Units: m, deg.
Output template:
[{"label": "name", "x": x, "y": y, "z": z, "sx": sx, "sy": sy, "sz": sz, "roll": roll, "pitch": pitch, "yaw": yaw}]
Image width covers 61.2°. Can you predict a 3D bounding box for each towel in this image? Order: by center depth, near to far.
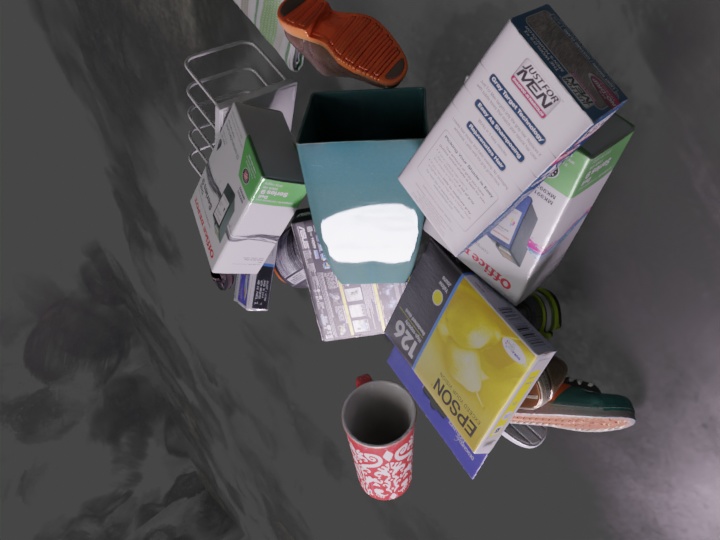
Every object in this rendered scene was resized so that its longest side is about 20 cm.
[{"label": "towel", "x": -0.138, "y": -0.398, "z": 0.849, "sx": 0.201, "sy": 0.030, "sz": 0.150, "roll": 50, "pitch": 147, "yaw": 17}]

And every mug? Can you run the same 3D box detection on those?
[{"label": "mug", "x": 0.044, "y": 0.304, "z": 1.126, "sx": 0.129, "sy": 0.180, "sz": 0.204, "roll": 3, "pitch": 132, "yaw": 11}]

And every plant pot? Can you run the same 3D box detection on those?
[{"label": "plant pot", "x": 0.011, "y": -0.091, "z": 0.728, "sx": 0.137, "sy": 0.143, "sz": 0.204, "roll": -1, "pitch": 126, "yaw": 5}]

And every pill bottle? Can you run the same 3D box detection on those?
[{"label": "pill bottle", "x": -0.082, "y": -0.033, "z": 1.006, "sx": 0.108, "sy": 0.105, "sz": 0.199, "roll": 60, "pitch": 150, "yaw": -3}]

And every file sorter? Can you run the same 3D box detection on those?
[{"label": "file sorter", "x": -0.200, "y": -0.237, "z": 0.976, "sx": 0.125, "sy": 0.137, "sz": 0.202, "roll": 48, "pitch": 148, "yaw": 21}]

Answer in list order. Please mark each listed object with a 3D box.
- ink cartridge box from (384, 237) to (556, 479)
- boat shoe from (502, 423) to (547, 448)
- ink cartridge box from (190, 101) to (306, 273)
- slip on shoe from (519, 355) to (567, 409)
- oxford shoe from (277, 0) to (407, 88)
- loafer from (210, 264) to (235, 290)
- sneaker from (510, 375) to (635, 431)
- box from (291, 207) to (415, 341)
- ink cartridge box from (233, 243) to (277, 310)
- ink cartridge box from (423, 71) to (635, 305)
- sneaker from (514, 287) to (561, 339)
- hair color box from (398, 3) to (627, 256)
[{"label": "ink cartridge box", "x": 0.104, "y": 0.101, "z": 0.706, "sx": 0.198, "sy": 0.046, "sz": 0.203, "roll": 50, "pitch": 127, "yaw": 39}, {"label": "boat shoe", "x": 0.177, "y": 0.155, "z": 0.838, "sx": 0.201, "sy": 0.073, "sz": 0.067, "roll": 51, "pitch": 174, "yaw": 20}, {"label": "ink cartridge box", "x": -0.166, "y": -0.112, "z": 0.886, "sx": 0.201, "sy": 0.082, "sz": 0.148, "roll": -52, "pitch": 51, "yaw": 38}, {"label": "slip on shoe", "x": 0.156, "y": 0.117, "z": 0.733, "sx": 0.198, "sy": 0.060, "sz": 0.078, "roll": -7, "pitch": 104, "yaw": 56}, {"label": "oxford shoe", "x": -0.018, "y": -0.273, "z": 0.757, "sx": 0.199, "sy": 0.071, "sz": 0.073, "roll": 39, "pitch": 166, "yaw": 24}, {"label": "loafer", "x": -0.334, "y": -0.012, "z": 1.435, "sx": 0.072, "sy": 0.062, "sz": 0.201, "roll": 49, "pitch": 148, "yaw": 17}, {"label": "sneaker", "x": 0.227, "y": 0.143, "z": 0.735, "sx": 0.196, "sy": 0.082, "sz": 0.071, "roll": -2, "pitch": 153, "yaw": 33}, {"label": "box", "x": 0.000, "y": 0.000, "z": 0.877, "sx": 0.156, "sy": 0.049, "sz": 0.205, "roll": -8, "pitch": 118, "yaw": 10}, {"label": "ink cartridge box", "x": -0.179, "y": -0.038, "z": 1.054, "sx": 0.199, "sy": 0.042, "sz": 0.204, "roll": -175, "pitch": 92, "yaw": -71}, {"label": "ink cartridge box", "x": 0.158, "y": -0.088, "z": 0.623, "sx": 0.145, "sy": 0.087, "sz": 0.203, "roll": 43, "pitch": 146, "yaw": 24}, {"label": "sneaker", "x": 0.145, "y": 0.053, "z": 0.752, "sx": 0.198, "sy": 0.079, "sz": 0.076, "roll": -13, "pitch": 79, "yaw": 55}, {"label": "hair color box", "x": 0.118, "y": -0.109, "z": 0.525, "sx": 0.101, "sy": 0.060, "sz": 0.200, "roll": 53, "pitch": 147, "yaw": 9}]
